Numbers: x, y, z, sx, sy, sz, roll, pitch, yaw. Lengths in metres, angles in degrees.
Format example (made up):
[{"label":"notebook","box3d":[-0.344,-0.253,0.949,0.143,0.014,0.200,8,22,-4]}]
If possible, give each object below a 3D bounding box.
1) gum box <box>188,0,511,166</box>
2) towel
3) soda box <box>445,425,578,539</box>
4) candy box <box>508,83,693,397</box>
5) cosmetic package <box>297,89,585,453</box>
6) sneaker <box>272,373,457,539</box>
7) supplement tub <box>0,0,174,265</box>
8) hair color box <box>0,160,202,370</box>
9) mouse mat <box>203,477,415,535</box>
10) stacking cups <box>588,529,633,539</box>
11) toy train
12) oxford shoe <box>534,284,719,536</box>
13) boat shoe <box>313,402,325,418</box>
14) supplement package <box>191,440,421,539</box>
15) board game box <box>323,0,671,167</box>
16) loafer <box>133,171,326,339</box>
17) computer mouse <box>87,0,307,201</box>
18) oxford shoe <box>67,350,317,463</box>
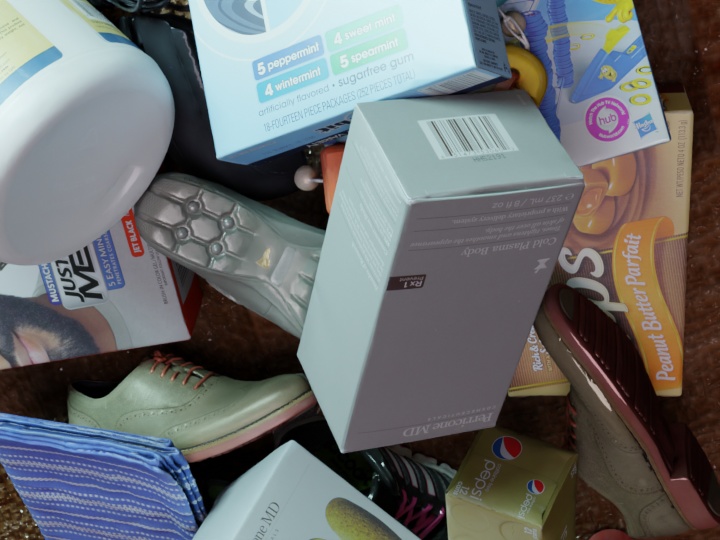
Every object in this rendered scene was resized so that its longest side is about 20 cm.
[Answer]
[{"label":"gum box","box3d":[-0.019,-0.177,0.907,0.170,0.045,0.201,-16,79,30]},{"label":"towel","box3d":[-0.171,0.165,1.128,0.144,0.024,0.200,8,144,15]},{"label":"soda box","box3d":[0.101,0.193,1.087,0.068,0.064,0.200,17,140,21]},{"label":"candy box","box3d":[0.151,-0.016,1.064,0.115,0.055,0.201,0,116,5]},{"label":"cosmetic package","box3d":[0.038,0.003,0.910,0.107,0.090,0.200,-9,135,-20]},{"label":"sneaker","box3d":[0.013,0.158,1.137,0.200,0.088,0.074,41,111,-15]},{"label":"supplement tub","box3d":[-0.219,-0.115,0.951,0.200,0.145,0.145,42,116,23]},{"label":"hair color box","box3d":[-0.216,0.001,1.090,0.199,0.064,0.111,-10,115,9]},{"label":"mouse mat","box3d":[-0.022,0.224,1.156,0.161,0.008,0.200,10,137,23]},{"label":"stacking cups","box3d":[0.180,0.243,1.105,0.060,0.200,0.061,3,114,6]},{"label":"toy train","box3d":[0.032,-0.116,0.925,0.150,0.056,0.201,0,96,9]},{"label":"oxford shoe","box3d":[0.154,0.098,1.044,0.075,0.071,0.200,-25,112,25]},{"label":"boat shoe","box3d":[0.000,0.000,1.077,0.074,0.076,0.200,18,107,0]},{"label":"supplement package","box3d":[-0.015,0.224,1.056,0.200,0.114,0.110,38,141,-10]},{"label":"board game box","box3d":[0.062,-0.144,0.974,0.199,0.056,0.196,-16,94,10]},{"label":"loafer","box3d":[-0.047,-0.002,1.017,0.200,0.070,0.070,32,92,-14]},{"label":"computer mouse","box3d":[-0.112,-0.107,1.009,0.200,0.138,0.053,49,66,-27]},{"label":"oxford shoe","box3d":[-0.121,0.089,1.103,0.200,0.070,0.075,-15,93,27]}]
